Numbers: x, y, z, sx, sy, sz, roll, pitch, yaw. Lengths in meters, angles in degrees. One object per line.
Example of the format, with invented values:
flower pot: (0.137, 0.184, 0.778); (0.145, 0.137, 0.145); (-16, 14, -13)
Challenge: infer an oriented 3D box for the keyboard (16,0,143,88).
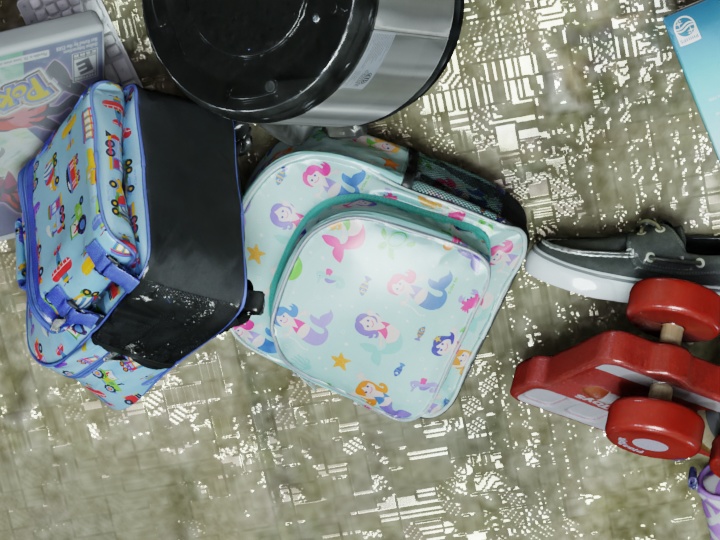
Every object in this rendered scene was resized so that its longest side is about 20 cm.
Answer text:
keyboard: (-0.178, -0.114, 1.651); (0.056, 0.011, 0.200); (-22, 107, 11)

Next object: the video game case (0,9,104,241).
video game case: (-0.270, -0.082, 1.575); (0.200, 0.023, 0.182); (-17, 141, -20)

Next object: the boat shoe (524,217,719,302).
boat shoe: (0.217, -0.009, 1.636); (0.200, 0.069, 0.057); (7, 106, -5)

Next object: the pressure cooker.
pressure cooker: (-0.029, -0.178, 1.527); (0.176, 0.200, 0.179); (-18, 84, 28)

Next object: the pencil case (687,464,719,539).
pencil case: (0.308, 0.228, 1.700); (0.084, 0.086, 0.200); (-17, 108, 8)

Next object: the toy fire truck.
toy fire truck: (0.226, 0.091, 1.624); (0.200, 0.168, 0.112); (19, 71, -19)

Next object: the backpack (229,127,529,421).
backpack: (0.000, 0.000, 1.613); (0.200, 0.151, 0.178); (26, 110, 0)

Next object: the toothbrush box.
toothbrush box: (0.278, -0.092, 1.533); (0.085, 0.146, 0.200); (-23, 91, 12)

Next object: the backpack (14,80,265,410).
backpack: (-0.168, -0.009, 1.572); (0.134, 0.183, 0.200); (15, 142, -30)
